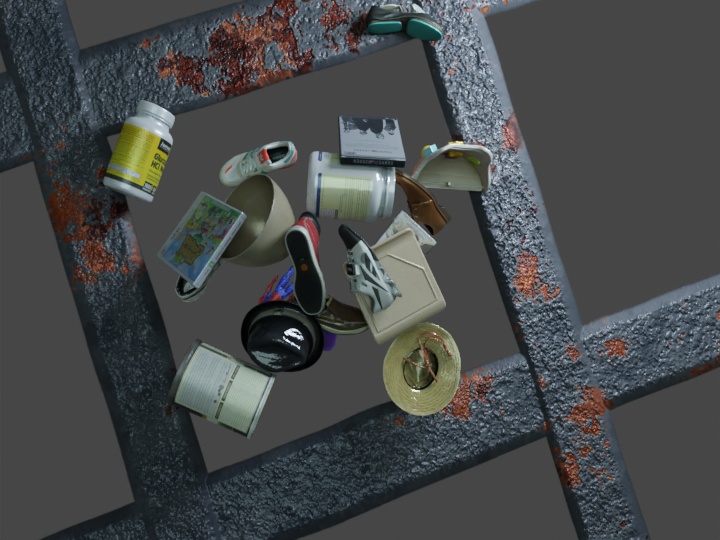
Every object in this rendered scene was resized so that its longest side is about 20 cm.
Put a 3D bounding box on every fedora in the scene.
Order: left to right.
[{"bbox_3d":[-0.180,0.167,1.211,0.192,0.092,0.208,2,114,5],"label":"fedora"}]

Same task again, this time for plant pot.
[{"bbox_3d":[-0.217,-0.092,1.221,0.133,0.198,0.205,32,84,-44],"label":"plant pot"}]

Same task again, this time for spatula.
[{"bbox_3d":[-0.150,0.148,1.276,0.192,0.021,0.059,11,91,-8],"label":"spatula"}]

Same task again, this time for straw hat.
[{"bbox_3d":[0.137,0.228,1.272,0.193,0.085,0.209,1,83,-9],"label":"straw hat"}]

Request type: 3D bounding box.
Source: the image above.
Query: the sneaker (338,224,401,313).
[{"bbox_3d":[0.000,0.000,1.157,0.087,0.074,0.203,-36,94,-7],"label":"sneaker"}]

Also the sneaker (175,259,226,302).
[{"bbox_3d":[-0.354,-0.020,1.241,0.074,0.088,0.205,25,84,-1],"label":"sneaker"}]

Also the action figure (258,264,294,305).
[{"bbox_3d":[-0.180,0.044,1.274,0.065,0.052,0.201,41,87,-3],"label":"action figure"}]

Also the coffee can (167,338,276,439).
[{"bbox_3d":[-0.301,0.261,1.201,0.195,0.146,0.151,24,85,-3],"label":"coffee can"}]

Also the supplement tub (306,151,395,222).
[{"bbox_3d":[-0.024,-0.189,1.248,0.192,0.145,0.151,4,87,-5],"label":"supplement tub"}]

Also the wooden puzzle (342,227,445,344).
[{"bbox_3d":[0.075,0.035,1.223,0.181,0.037,0.205,-26,94,-6],"label":"wooden puzzle"}]

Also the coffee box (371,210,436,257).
[{"bbox_3d":[0.071,-0.022,1.280,0.112,0.080,0.202,39,85,-3],"label":"coffee box"}]

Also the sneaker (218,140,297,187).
[{"bbox_3d":[-0.239,-0.254,1.258,0.193,0.093,0.073,-20,89,-6],"label":"sneaker"}]

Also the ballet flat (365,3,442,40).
[{"bbox_3d":[0.109,-0.610,1.322,0.192,0.068,0.071,6,78,-5],"label":"ballet flat"}]

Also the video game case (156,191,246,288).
[{"bbox_3d":[-0.354,-0.074,1.202,0.185,0.197,0.022,-57,136,-8],"label":"video game case"}]

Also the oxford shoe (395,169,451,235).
[{"bbox_3d":[0.135,-0.154,1.266,0.072,0.071,0.199,-48,121,-1],"label":"oxford shoe"}]

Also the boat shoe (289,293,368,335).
[{"bbox_3d":[-0.069,0.095,1.254,0.194,0.076,0.077,5,127,-5],"label":"boat shoe"}]

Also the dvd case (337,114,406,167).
[{"bbox_3d":[0.022,-0.299,1.249,0.144,0.204,0.025,2,131,-6],"label":"dvd case"}]

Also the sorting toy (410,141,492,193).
[{"bbox_3d":[0.220,-0.252,1.255,0.192,0.180,0.111,3,87,-5],"label":"sorting toy"}]

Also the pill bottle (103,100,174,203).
[{"bbox_3d":[-0.491,-0.267,1.228,0.109,0.112,0.207,19,86,-4],"label":"pill bottle"}]

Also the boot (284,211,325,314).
[{"bbox_3d":[-0.108,-0.019,1.208,0.070,0.145,0.207,-6,111,10],"label":"boot"}]
